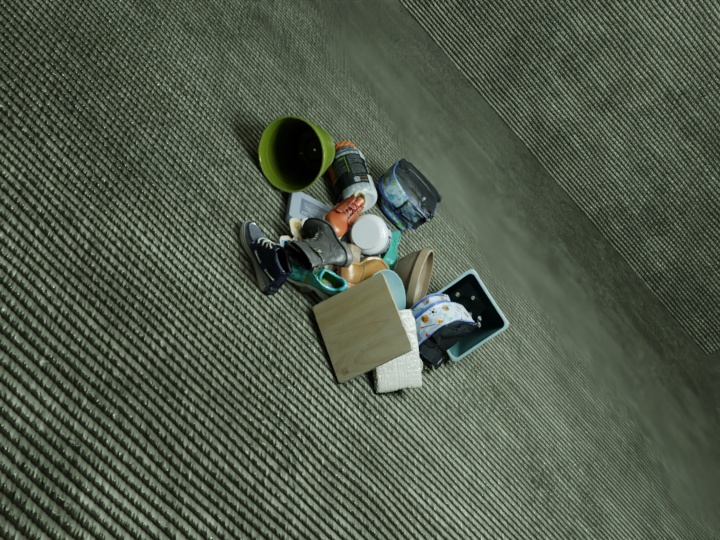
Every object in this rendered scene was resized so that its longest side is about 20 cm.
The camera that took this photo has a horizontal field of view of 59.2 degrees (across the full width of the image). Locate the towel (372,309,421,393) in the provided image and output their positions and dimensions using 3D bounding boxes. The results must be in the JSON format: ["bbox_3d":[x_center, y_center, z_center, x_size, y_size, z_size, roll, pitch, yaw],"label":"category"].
[{"bbox_3d":[0.085,0.204,1.614,0.129,0.034,0.206,-4,84,-20],"label":"towel"}]

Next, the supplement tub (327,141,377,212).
[{"bbox_3d":[-0.030,-0.285,1.937,0.121,0.122,0.204,10,52,-43],"label":"supplement tub"}]

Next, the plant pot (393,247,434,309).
[{"bbox_3d":[0.143,0.027,1.840,0.091,0.205,0.201,14,31,16],"label":"plant pot"}]

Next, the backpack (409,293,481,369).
[{"bbox_3d":[0.203,0.152,1.722,0.155,0.200,0.190,49,15,22],"label":"backpack"}]

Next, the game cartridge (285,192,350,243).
[{"bbox_3d":[-0.118,-0.135,1.764,0.197,0.041,0.135,27,37,-22],"label":"game cartridge"}]

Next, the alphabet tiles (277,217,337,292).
[{"bbox_3d":[-0.125,-0.041,1.661,0.197,0.014,0.201,-2,74,-39],"label":"alphabet tiles"}]

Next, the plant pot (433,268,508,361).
[{"bbox_3d":[0.310,0.118,1.898,0.198,0.195,0.200,56,13,1],"label":"plant pot"}]

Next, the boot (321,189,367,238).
[{"bbox_3d":[-0.040,-0.155,1.717,0.075,0.106,0.201,47,29,-14],"label":"boot"}]

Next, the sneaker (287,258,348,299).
[{"bbox_3d":[-0.117,0.004,1.573,0.197,0.080,0.079,26,66,-8],"label":"sneaker"}]

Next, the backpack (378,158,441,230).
[{"bbox_3d":[0.145,-0.245,2.079,0.201,0.146,0.184,48,34,-12],"label":"backpack"}]

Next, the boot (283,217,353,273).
[{"bbox_3d":[-0.122,-0.067,1.550,0.199,0.070,0.172,41,27,31],"label":"boot"}]

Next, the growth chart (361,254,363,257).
[{"bbox_3d":[0.000,0.000,1.801,0.199,0.018,0.146,42,36,-9],"label":"growth chart"}]

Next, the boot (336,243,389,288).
[{"bbox_3d":[0.004,0.033,1.705,0.199,0.075,0.159,31,63,-54],"label":"boot"}]

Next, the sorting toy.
[{"bbox_3d":[0.010,0.143,1.549,0.203,0.197,0.070,68,11,18],"label":"sorting toy"}]

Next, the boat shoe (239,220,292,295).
[{"bbox_3d":[-0.223,-0.051,1.530,0.074,0.092,0.203,-3,61,-49],"label":"boat shoe"}]

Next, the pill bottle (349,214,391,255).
[{"bbox_3d":[0.027,-0.099,1.778,0.112,0.110,0.200,53,6,4],"label":"pill bottle"}]

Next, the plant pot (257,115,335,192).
[{"bbox_3d":[-0.159,-0.336,1.796,0.202,0.200,0.193,50,23,1],"label":"plant pot"}]

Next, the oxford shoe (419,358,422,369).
[{"bbox_3d":[0.072,0.222,1.658,0.197,0.058,0.077,25,86,-21],"label":"oxford shoe"}]

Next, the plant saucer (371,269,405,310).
[{"bbox_3d":[0.048,0.098,1.693,0.199,0.038,0.207,-12,105,-48],"label":"plant saucer"}]

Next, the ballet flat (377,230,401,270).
[{"bbox_3d":[0.083,-0.068,1.924,0.069,0.068,0.202,24,39,-11],"label":"ballet flat"}]
